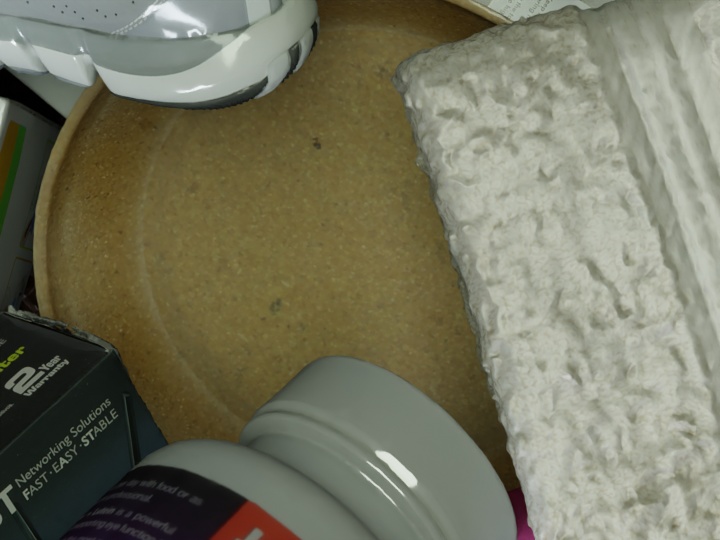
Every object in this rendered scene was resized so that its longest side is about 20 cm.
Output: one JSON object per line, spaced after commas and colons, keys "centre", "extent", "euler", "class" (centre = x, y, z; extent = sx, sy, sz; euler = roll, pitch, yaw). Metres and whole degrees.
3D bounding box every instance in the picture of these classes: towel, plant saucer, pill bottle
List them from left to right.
{"centre": [-0.048, 0.117, 0.817], "extent": [0.111, 0.111, 0.200], "euler": [42, 61, 6], "class": "pill bottle"}
{"centre": [0.000, 0.000, 0.918], "extent": [0.200, 0.035, 0.201], "euler": [4, 112, 11], "class": "plant saucer"}
{"centre": [0.097, 0.016, 0.839], "extent": [0.132, 0.034, 0.201], "euler": [-17, 85, -4], "class": "towel"}

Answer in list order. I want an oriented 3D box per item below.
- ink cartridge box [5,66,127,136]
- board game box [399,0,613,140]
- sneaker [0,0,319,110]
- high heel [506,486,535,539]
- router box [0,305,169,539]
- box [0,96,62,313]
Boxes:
{"centre": [-0.077, -0.162, 0.903], "extent": [0.144, 0.085, 0.200], "euler": [39, 130, 7], "class": "ink cartridge box"}
{"centre": [0.102, -0.100, 0.950], "extent": [0.165, 0.057, 0.200], "euler": [34, 90, 4], "class": "board game box"}
{"centre": [-0.109, -0.115, 0.847], "extent": [0.199, 0.075, 0.116], "euler": [6, 124, 18], "class": "sneaker"}
{"centre": [0.124, 0.041, 0.887], "extent": [0.199, 0.067, 0.096], "euler": [-7, 74, 11], "class": "high heel"}
{"centre": [-0.123, 0.132, 0.875], "extent": [0.200, 0.062, 0.150], "euler": [-44, 124, -25], "class": "router box"}
{"centre": [-0.179, 0.031, 0.943], "extent": [0.112, 0.101, 0.201], "euler": [18, 88, 6], "class": "box"}
